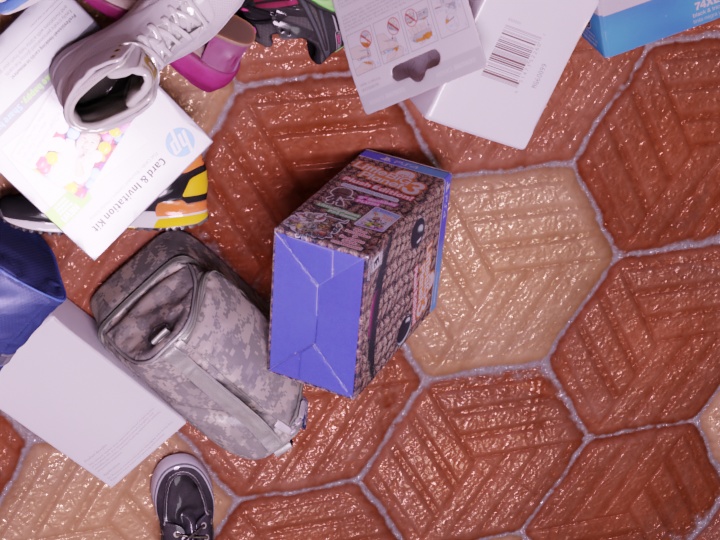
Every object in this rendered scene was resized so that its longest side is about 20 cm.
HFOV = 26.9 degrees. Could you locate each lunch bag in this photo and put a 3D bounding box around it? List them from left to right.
[{"bbox_3d":[-0.386,0.007,1.364,0.200,0.136,0.132,33,105,-32],"label":"lunch bag"},{"bbox_3d":[-0.150,0.083,1.479,0.139,0.168,0.200,-39,126,7],"label":"lunch bag"}]

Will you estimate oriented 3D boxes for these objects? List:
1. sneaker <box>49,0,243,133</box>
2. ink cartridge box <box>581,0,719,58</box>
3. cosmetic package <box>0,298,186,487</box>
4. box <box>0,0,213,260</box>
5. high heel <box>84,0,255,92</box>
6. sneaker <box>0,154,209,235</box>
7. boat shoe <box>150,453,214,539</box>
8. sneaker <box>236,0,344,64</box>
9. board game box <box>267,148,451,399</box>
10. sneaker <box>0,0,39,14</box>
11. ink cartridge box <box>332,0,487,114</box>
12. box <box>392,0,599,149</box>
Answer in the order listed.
[{"bbox_3d":[-0.167,-0.185,1.255,0.200,0.116,0.074,-36,121,5],"label":"sneaker"},{"bbox_3d":[0.247,-0.331,1.380,0.146,0.147,0.200,-20,126,-7],"label":"ink cartridge box"},{"bbox_3d":[-0.284,0.114,1.504,0.113,0.081,0.200,-40,124,6],"label":"cosmetic package"},{"bbox_3d":[-0.256,-0.132,1.340,0.156,0.041,0.200,-45,112,-3],"label":"box"},{"bbox_3d":[-0.199,-0.220,1.348,0.200,0.068,0.096,27,143,-15],"label":"high heel"},{"bbox_3d":[-0.242,-0.084,1.413,0.200,0.070,0.090,-2,103,-17],"label":"sneaker"},{"bbox_3d":[-0.191,0.295,1.657,0.070,0.066,0.200,-6,122,-16],"label":"boat shoe"},{"bbox_3d":[-0.086,-0.248,1.354,0.200,0.077,0.084,30,106,-30],"label":"sneaker"},{"bbox_3d":[0.000,0.000,1.456,0.097,0.200,0.160,17,123,20],"label":"board game box"},{"bbox_3d":[-0.329,-0.254,1.217,0.200,0.147,0.081,-13,124,-13],"label":"sneaker"},{"bbox_3d":[0.042,-0.252,1.297,0.047,0.160,0.200,-15,89,-42],"label":"ink cartridge box"},{"bbox_3d":[0.102,-0.227,1.358,0.106,0.200,0.152,15,114,-26],"label":"box"}]
